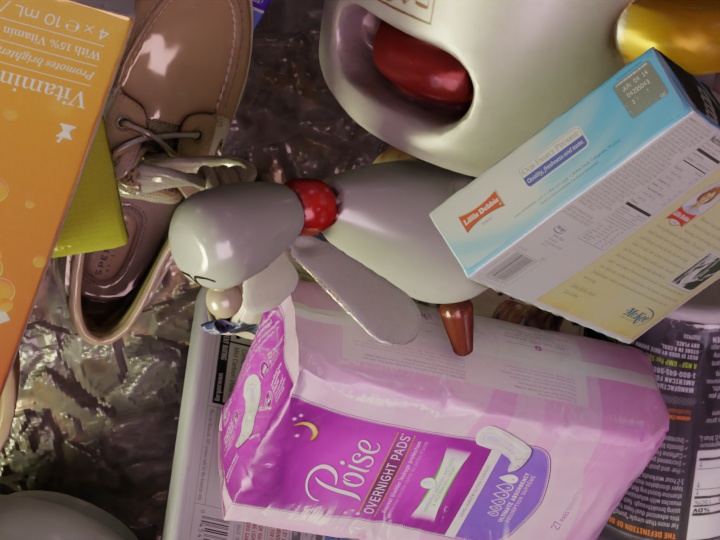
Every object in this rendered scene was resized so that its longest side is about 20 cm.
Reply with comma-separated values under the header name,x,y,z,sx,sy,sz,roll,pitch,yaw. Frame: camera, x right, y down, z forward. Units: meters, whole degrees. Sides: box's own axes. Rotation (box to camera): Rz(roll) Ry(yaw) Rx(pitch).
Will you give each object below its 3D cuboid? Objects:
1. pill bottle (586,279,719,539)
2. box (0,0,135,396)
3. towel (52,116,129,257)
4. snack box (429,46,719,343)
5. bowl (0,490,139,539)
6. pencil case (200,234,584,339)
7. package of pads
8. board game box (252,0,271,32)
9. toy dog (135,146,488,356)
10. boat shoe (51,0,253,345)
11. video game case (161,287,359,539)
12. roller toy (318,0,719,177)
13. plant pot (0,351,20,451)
name,x,y,z,sx,sy,sz,roll,pitch,yaw
pill bottle,0.166,0.082,1.342,0.106,0.106,0.200,-2,121,-9
box,-0.180,-0.061,1.049,0.124,0.098,0.200,14,123,-15
towel,-0.159,-0.089,1.102,0.086,0.018,0.200,-9,125,1
snack box,0.122,-0.027,1.103,0.116,0.037,0.200,-37,157,15
bowl,-0.168,0.179,1.331,0.201,0.090,0.201,12,139,11
pencil case,0.019,0.018,1.287,0.200,0.089,0.078,16,104,-19
package of pads,0.038,0.078,1.243,0.200,0.076,0.121,12,130,-16
board game box,-0.138,-0.155,1.187,0.200,0.034,0.136,22,115,-22
toy dog,0.000,0.000,1.142,0.200,0.132,0.097,-4,101,-21
boat shoe,-0.097,-0.056,1.197,0.072,0.065,0.200,14,120,-18
video game case,-0.009,0.120,1.299,0.182,0.200,0.022,14,155,-18
roller toy,0.077,-0.134,1.147,0.182,0.200,0.140,5,120,-6
plant pot,-0.262,0.025,1.231,0.200,0.093,0.201,0,129,0
